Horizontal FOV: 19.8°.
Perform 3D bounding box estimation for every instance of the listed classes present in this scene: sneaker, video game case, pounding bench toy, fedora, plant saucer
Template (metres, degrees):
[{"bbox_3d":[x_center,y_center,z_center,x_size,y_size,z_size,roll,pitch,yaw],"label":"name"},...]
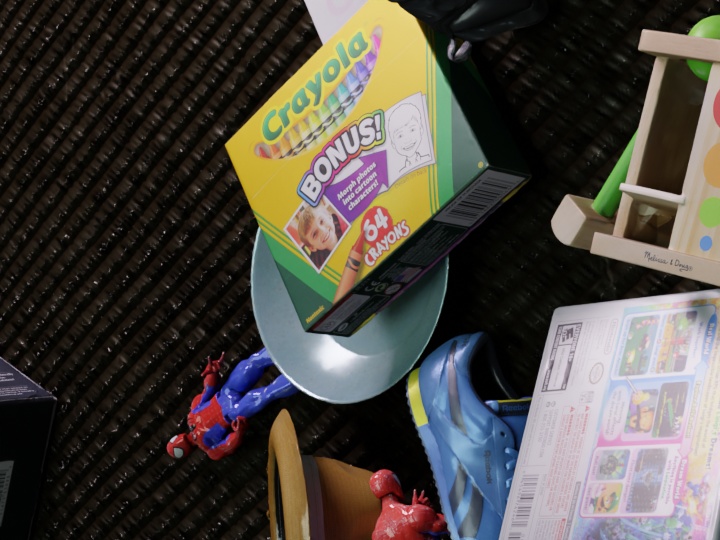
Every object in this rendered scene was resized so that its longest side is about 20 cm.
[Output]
[{"bbox_3d":[0.100,-0.240,1.431,0.200,0.114,0.075,-49,31,-5],"label":"sneaker"},{"bbox_3d":[0.097,0.140,1.455,0.078,0.066,0.202,-34,67,38],"label":"sneaker"},{"bbox_3d":[0.177,0.110,1.338,0.181,0.024,0.202,-8,58,46],"label":"video game case"},{"bbox_3d":[0.213,-0.075,1.269,0.199,0.124,0.157,16,95,45],"label":"pounding bench toy"},{"bbox_3d":[-0.023,0.196,1.545,0.201,0.081,0.203,175,90,-83],"label":"fedora"},{"bbox_3d":[0.000,0.000,1.559,0.200,0.039,0.203,-5,83,41],"label":"plant saucer"}]

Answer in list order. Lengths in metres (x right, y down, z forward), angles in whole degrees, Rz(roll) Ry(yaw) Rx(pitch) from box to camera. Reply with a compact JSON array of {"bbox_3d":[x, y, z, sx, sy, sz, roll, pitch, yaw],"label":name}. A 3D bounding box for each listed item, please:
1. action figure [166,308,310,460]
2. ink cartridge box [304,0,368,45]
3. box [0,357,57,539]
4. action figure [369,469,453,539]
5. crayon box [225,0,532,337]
[{"bbox_3d":[-0.099,0.102,1.675,0.200,0.051,0.066,-43,66,41],"label":"action figure"},{"bbox_3d":[-0.001,-0.291,1.552,0.162,0.057,0.201,-40,68,40],"label":"ink cartridge box"},{"bbox_3d":[-0.402,0.174,1.942,0.196,0.123,0.202,29,112,44],"label":"box"},{"bbox_3d":[0.077,0.220,1.490,0.065,0.099,0.201,-34,90,38],"label":"action figure"},{"bbox_3d":[0.008,-0.080,1.496,0.200,0.058,0.173,-42,59,29],"label":"crayon box"}]
